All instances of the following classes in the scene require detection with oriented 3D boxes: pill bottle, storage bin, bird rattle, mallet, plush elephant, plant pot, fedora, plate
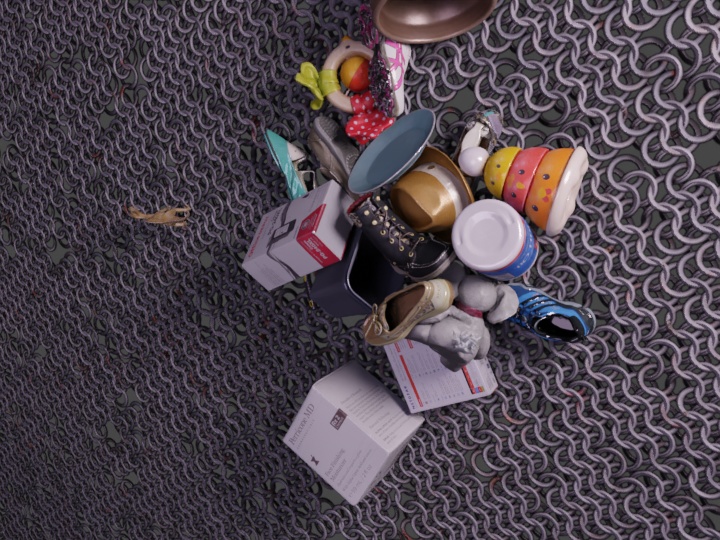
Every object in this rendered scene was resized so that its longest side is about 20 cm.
[{"bbox_3d":[0.228,-0.043,1.070,0.112,0.200,0.112,-3,83,24],"label":"pill bottle"},{"bbox_3d":[0.000,0.000,1.240,0.134,0.200,0.146,-18,133,43],"label":"storage bin"},{"bbox_3d":[-0.014,-0.337,1.207,0.200,0.113,0.163,35,101,15],"label":"bird rattle"},{"bbox_3d":[-0.112,-0.014,1.385,0.066,0.041,0.200,-13,100,35],"label":"mallet"},{"bbox_3d":[0.171,0.071,1.122,0.165,0.155,0.200,33,164,-11],"label":"plush elephant"},{"bbox_3d":[0.109,-0.493,1.055,0.200,0.200,0.175,-12,78,32],"label":"plant pot"},{"bbox_3d":[0.112,-0.119,1.151,0.201,0.082,0.201,43,150,33],"label":"fedora"},{"bbox_3d":[0.059,-0.205,1.161,0.200,0.200,0.026,-29,122,33],"label":"plate"}]

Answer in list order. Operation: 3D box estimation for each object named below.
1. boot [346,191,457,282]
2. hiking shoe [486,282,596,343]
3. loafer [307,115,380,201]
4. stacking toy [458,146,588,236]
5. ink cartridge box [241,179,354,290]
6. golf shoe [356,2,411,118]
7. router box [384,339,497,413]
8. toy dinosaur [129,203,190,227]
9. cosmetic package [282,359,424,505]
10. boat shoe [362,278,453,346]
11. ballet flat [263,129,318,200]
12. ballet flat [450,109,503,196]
[{"bbox_3d":[0.063,-0.058,1.097,0.154,0.073,0.204,46,168,-17],"label":"boot"},{"bbox_3d":[0.300,0.071,1.132,0.200,0.087,0.075,12,109,27],"label":"hiking shoe"},{"bbox_3d":[-0.034,-0.204,1.274,0.070,0.075,0.200,-41,78,45],"label":"loafer"},{"bbox_3d":[0.251,-0.150,1.062,0.200,0.146,0.146,20,112,21],"label":"stacking toy"},{"bbox_3d":[-0.116,-0.064,1.244,0.200,0.145,0.083,-21,128,36],"label":"ink cartridge box"},{"bbox_3d":[0.058,-0.371,1.153,0.073,0.092,0.200,-1,100,63],"label":"golf shoe"},{"bbox_3d":[0.143,0.160,1.269,0.179,0.049,0.200,-21,92,33],"label":"router box"},{"bbox_3d":[-0.438,-0.119,1.506,0.200,0.101,0.058,6,106,29],"label":"toy dinosaur"},{"bbox_3d":[-0.014,0.323,1.335,0.200,0.165,0.165,37,117,18],"label":"cosmetic package"},{"bbox_3d":[0.062,0.065,1.076,0.200,0.063,0.073,-38,55,39],"label":"boat shoe"},{"bbox_3d":[-0.128,-0.202,1.335,0.070,0.067,0.200,-22,91,8],"label":"ballet flat"},{"bbox_3d":[0.181,-0.186,1.146,0.072,0.072,0.200,31,117,20],"label":"ballet flat"}]
